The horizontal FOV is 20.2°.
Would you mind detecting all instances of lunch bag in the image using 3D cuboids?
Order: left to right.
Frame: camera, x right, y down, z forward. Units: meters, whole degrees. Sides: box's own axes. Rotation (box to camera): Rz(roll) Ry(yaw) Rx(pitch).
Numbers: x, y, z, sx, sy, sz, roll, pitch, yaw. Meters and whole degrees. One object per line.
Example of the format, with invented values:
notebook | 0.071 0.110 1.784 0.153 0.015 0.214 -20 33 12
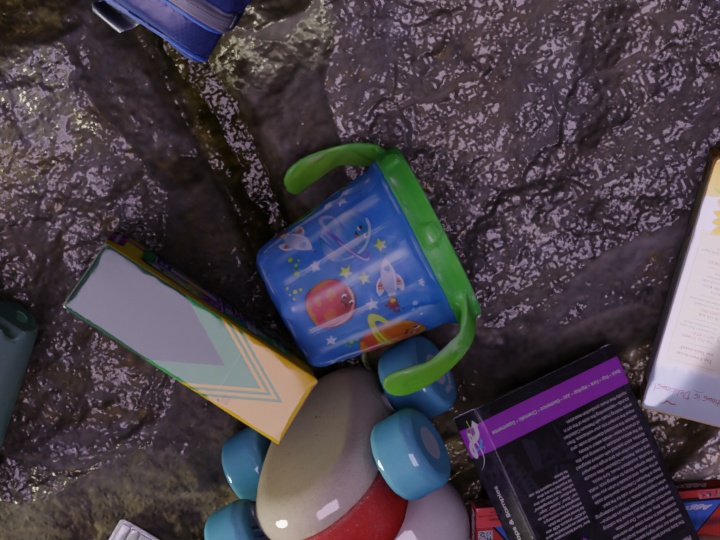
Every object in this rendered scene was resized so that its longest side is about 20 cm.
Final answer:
lunch bag | -0.126 -0.226 1.370 0.135 0.200 0.133 34 108 -12

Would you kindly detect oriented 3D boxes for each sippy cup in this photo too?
sippy cup | 0.000 0.000 1.448 0.130 0.178 0.140 -27 115 0

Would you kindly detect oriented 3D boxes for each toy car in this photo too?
toy car | 0.020 0.188 1.503 0.184 0.177 0.200 -30 115 22

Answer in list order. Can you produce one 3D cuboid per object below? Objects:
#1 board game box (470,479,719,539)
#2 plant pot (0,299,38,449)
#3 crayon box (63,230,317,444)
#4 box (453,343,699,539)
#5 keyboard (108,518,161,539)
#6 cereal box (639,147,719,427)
board game box | 0.183 0.218 1.546 0.198 0.019 0.104 -4 107 -10
plant pot | -0.340 0.101 1.487 0.199 0.200 0.197 24 98 -4
crayon box | -0.121 0.044 1.442 0.172 0.200 0.058 34 90 -6
box | 0.167 0.171 1.479 0.142 0.036 0.201 -21 84 -35
keyboard | -0.117 0.269 1.606 0.199 0.011 0.056 31 105 -6
cereal box | 0.301 0.023 1.496 0.143 0.040 0.201 15 106 -1
